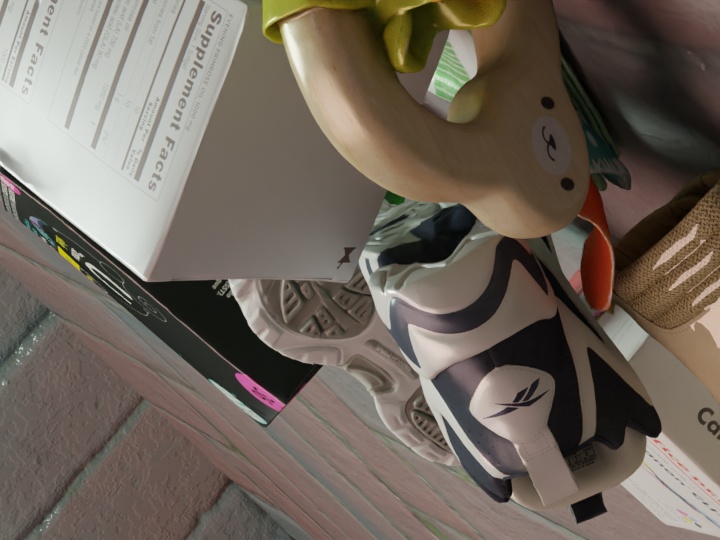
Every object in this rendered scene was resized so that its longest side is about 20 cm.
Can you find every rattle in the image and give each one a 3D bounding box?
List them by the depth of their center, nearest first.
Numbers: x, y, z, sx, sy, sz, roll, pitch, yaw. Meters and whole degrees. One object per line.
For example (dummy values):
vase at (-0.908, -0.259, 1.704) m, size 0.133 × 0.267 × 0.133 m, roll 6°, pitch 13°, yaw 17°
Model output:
rattle at (0.073, -0.074, 0.903) m, size 0.200 × 0.143 × 0.130 m, roll 46°, pitch -150°, yaw -25°

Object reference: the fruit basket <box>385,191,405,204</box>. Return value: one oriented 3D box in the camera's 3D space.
fruit basket at (-0.061, -0.085, 1.334) m, size 0.200 × 0.094 × 0.185 m, roll 48°, pitch 170°, yaw 6°

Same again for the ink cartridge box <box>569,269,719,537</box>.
ink cartridge box at (0.148, 0.060, 1.190) m, size 0.116 × 0.068 × 0.200 m, roll 42°, pitch 170°, yaw -10°

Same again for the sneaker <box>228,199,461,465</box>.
sneaker at (0.000, 0.000, 1.196) m, size 0.200 × 0.078 × 0.099 m, roll 48°, pitch -161°, yaw -36°

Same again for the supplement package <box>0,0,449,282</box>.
supplement package at (-0.084, -0.089, 1.034) m, size 0.114 × 0.110 × 0.200 m, roll 0°, pitch -152°, yaw -48°

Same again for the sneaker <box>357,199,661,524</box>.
sneaker at (0.060, 0.032, 1.062) m, size 0.130 × 0.079 × 0.199 m, roll 64°, pitch -179°, yaw -10°

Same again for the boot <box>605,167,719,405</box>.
boot at (0.154, 0.042, 1.035) m, size 0.155 × 0.073 × 0.200 m, roll 40°, pitch 159°, yaw 1°

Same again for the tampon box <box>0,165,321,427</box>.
tampon box at (-0.084, -0.026, 1.510) m, size 0.200 × 0.126 × 0.150 m, roll 40°, pitch 171°, yaw 1°

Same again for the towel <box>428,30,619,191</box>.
towel at (0.008, -0.113, 1.092) m, size 0.200 × 0.023 × 0.153 m, roll 32°, pitch 167°, yaw 40°
